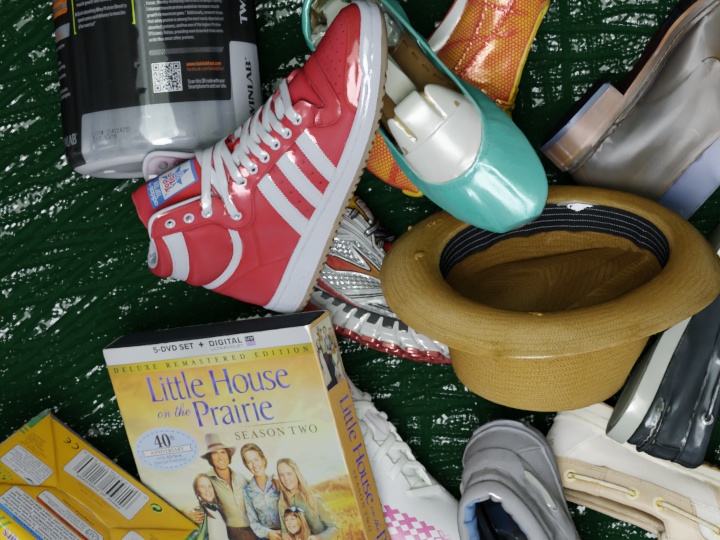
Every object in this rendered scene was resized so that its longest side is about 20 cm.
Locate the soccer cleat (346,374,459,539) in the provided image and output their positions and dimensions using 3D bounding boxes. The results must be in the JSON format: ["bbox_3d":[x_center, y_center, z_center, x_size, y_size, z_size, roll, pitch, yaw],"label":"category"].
[{"bbox_3d":[-0.003,0.111,1.437,0.199,0.070,0.087,26,105,7],"label":"soccer cleat"}]

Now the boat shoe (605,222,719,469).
[{"bbox_3d":[0.216,0.030,1.409,0.066,0.075,0.200,32,62,1],"label":"boat shoe"}]

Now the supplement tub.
[{"bbox_3d":[-0.123,-0.160,1.437,0.122,0.123,0.201,-5,88,4],"label":"supplement tub"}]

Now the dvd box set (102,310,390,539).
[{"bbox_3d":[-0.060,0.127,1.411,0.146,0.029,0.201,-7,106,28],"label":"dvd box set"}]

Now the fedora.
[{"bbox_3d":[0.109,0.023,1.368,0.200,0.201,0.082,2,120,5],"label":"fedora"}]

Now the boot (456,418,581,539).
[{"bbox_3d":[0.101,0.191,1.388,0.073,0.096,0.201,-17,110,21],"label":"boot"}]

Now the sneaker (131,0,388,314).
[{"bbox_3d":[-0.060,-0.068,1.340,0.112,0.071,0.201,12,121,-15],"label":"sneaker"}]

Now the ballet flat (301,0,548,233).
[{"bbox_3d":[0.027,-0.097,1.378,0.067,0.070,0.200,-47,60,13],"label":"ballet flat"}]

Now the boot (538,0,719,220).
[{"bbox_3d":[0.210,-0.110,1.440,0.200,0.075,0.097,-44,95,12],"label":"boot"}]

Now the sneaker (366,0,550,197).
[{"bbox_3d":[0.078,-0.131,1.450,0.077,0.073,0.200,39,102,6],"label":"sneaker"}]

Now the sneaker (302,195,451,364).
[{"bbox_3d":[0.000,0.000,1.443,0.199,0.078,0.082,22,88,5],"label":"sneaker"}]

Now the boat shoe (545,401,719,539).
[{"bbox_3d":[0.193,0.149,1.420,0.199,0.074,0.069,29,77,14],"label":"boat shoe"}]

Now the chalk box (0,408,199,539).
[{"bbox_3d":[-0.209,0.207,1.412,0.125,0.124,0.200,37,115,5],"label":"chalk box"}]
